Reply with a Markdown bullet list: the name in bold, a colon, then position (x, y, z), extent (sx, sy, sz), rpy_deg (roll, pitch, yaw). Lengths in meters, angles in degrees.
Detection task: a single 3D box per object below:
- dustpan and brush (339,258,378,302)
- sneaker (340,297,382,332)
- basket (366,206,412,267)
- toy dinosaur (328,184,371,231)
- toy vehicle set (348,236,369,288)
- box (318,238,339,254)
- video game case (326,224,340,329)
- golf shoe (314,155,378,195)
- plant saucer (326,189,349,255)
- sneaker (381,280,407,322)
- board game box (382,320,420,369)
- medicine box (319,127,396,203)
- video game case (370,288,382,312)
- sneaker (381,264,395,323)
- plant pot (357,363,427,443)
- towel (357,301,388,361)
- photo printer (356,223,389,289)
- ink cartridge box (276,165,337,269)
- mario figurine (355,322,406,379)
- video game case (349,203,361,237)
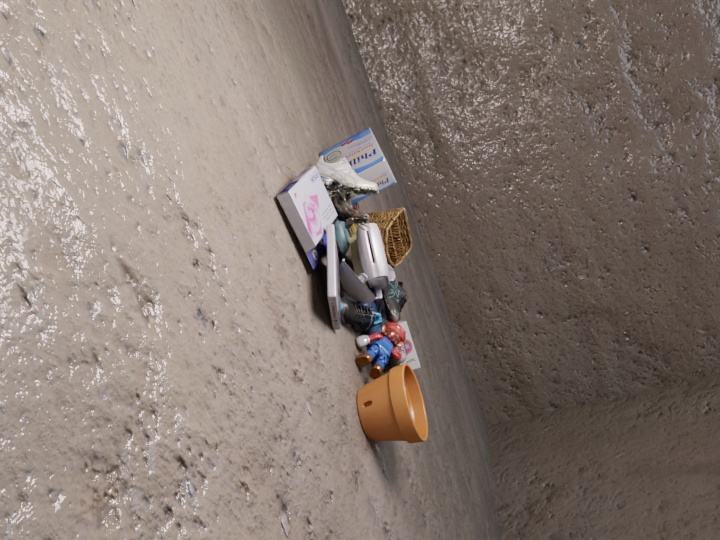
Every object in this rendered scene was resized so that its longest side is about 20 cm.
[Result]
- **dustpan and brush**: position (-0.013, 0.043, 1.642), extent (0.140, 0.057, 0.200), rpy_deg (49, -28, 5)
- **sneaker**: position (-0.005, 0.112, 1.615), extent (0.200, 0.082, 0.073), rpy_deg (40, 38, -64)
- **basket**: position (0.107, -0.105, 2.114), extent (0.143, 0.148, 0.200), rpy_deg (-90, 170, -49)
- **toy dinosaur**: position (-0.050, -0.168, 1.592), extent (0.200, 0.077, 0.103), rpy_deg (36, -40, 60)
- **toy vehicle set**: position (0.000, 0.000, 1.794), extent (0.200, 0.026, 0.125), rpy_deg (74, 6, -63)
- **box**: position (-0.115, -0.137, 1.574), extent (0.143, 0.036, 0.201), rpy_deg (-22, 97, -76)
- **video game case**: position (-0.067, 0.019, 1.463), extent (0.182, 0.023, 0.201), rpy_deg (86, 0, -60)
- **golf shoe**: position (-0.039, -0.271, 1.672), extent (0.078, 0.199, 0.098), rpy_deg (68, 36, -83)
- **plant saucer**: position (-0.066, -0.142, 1.721), extent (0.200, 0.027, 0.201), rpy_deg (-16, 90, -88)
- **sneaker**: position (0.105, 0.084, 1.798), extent (0.200, 0.079, 0.076), rpy_deg (-102, -173, -57)
- **board game box**: position (0.118, 0.236, 1.856), extent (0.200, 0.064, 0.148), rpy_deg (147, -74, -83)
- **medicine box**: position (-0.011, -0.314, 1.817), extent (0.103, 0.182, 0.200), rpy_deg (59, 8, -41)
- **video game case**: position (0.039, 0.033, 1.888), extent (0.182, 0.022, 0.201), rpy_deg (91, -11, -65)
- **sneaker**: position (0.086, 0.081, 2.001), extent (0.115, 0.075, 0.200), rpy_deg (84, 0, -51)
- **plant pot**: position (0.079, 0.354, 1.535), extent (0.200, 0.140, 0.201), rpy_deg (-17, 90, -76)
- **towel**: position (0.037, 0.179, 1.772), extent (0.112, 0.048, 0.201), rpy_deg (-44, 117, -75)
- **photo printer**: position (0.036, -0.041, 1.676), extent (0.200, 0.069, 0.167), rpy_deg (65, 13, -79)
- **ink cartridge box**: position (-0.113, -0.134, 1.458), extent (0.200, 0.043, 0.196), rpy_deg (64, 24, -20)
- **mario figurine**: position (0.058, 0.226, 1.669), extent (0.200, 0.106, 0.124), rpy_deg (-43, 125, -50)
- **video game case**: position (-0.023, -0.183, 2.015), extent (0.200, 0.025, 0.181), rpy_deg (-80, 150, -63)
